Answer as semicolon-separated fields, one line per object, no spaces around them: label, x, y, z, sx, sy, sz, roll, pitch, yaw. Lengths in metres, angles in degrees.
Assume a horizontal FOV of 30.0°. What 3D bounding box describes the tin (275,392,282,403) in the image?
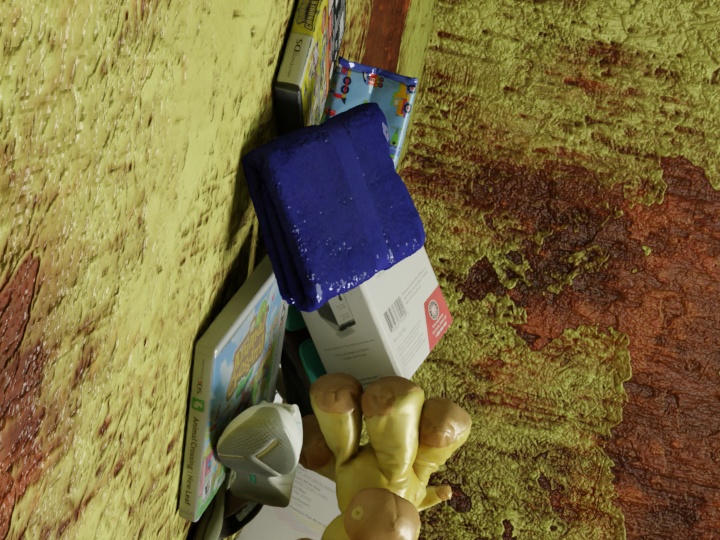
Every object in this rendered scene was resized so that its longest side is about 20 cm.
tin;-0.109;0.156;1.414;0.112;0.041;0.202;-74;176;-87

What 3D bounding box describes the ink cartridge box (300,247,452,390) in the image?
ink cartridge box;0.000;0.000;1.323;0.147;0.082;0.201;-45;117;-56

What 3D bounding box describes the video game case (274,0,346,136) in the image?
video game case;-0.046;-0.206;1.290;0.200;0.025;0.182;92;10;-70

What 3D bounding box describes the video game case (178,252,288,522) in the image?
video game case;-0.107;0.094;1.195;0.200;0.022;0.183;-57;160;-58

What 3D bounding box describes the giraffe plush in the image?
giraffe plush;0.009;0.217;1.240;0.163;0.171;0.201;-77;170;-48

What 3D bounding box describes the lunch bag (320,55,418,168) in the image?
lunch bag;-0.010;-0.153;1.505;0.200;0.093;0.152;-132;-122;-80

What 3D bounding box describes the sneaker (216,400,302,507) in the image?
sneaker;-0.084;0.145;1.180;0.201;0.070;0.081;102;2;-66

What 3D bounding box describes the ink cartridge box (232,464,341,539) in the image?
ink cartridge box;-0.060;0.284;1.418;0.201;0.125;0.129;-58;176;-32

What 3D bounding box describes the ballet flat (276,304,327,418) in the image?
ballet flat;-0.072;0.065;1.326;0.068;0.068;0.202;-11;88;-55

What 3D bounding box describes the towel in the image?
towel;-0.024;-0.058;1.188;0.200;0.049;0.149;-30;102;-54

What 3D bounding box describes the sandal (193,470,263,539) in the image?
sandal;-0.121;0.227;1.295;0.080;0.057;0.203;95;7;-62
